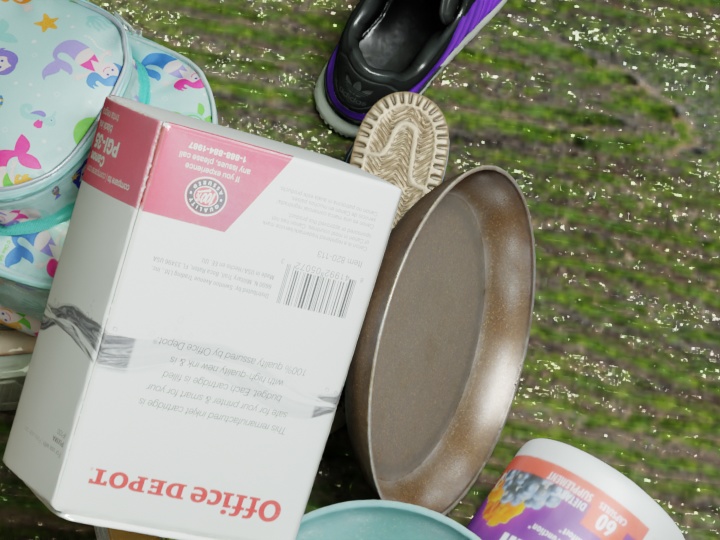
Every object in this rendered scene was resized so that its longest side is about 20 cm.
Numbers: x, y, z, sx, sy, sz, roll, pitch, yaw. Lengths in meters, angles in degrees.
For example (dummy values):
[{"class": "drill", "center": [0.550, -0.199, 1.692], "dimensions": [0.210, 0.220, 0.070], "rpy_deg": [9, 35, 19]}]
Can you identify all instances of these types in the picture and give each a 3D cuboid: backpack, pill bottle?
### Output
[{"class": "backpack", "center": [-0.171, -0.061, 1.257], "dimensions": [0.199, 0.151, 0.178], "rpy_deg": [26, 65, 16]}, {"class": "pill bottle", "center": [0.081, 0.201, 1.243], "dimensions": [0.111, 0.112, 0.201], "rpy_deg": [35, 73, 5]}]

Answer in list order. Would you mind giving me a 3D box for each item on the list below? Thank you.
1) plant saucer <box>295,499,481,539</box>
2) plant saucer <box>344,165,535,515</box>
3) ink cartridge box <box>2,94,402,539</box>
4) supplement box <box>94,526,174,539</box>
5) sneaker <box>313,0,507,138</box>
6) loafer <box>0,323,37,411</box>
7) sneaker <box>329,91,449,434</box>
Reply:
[{"class": "plant saucer", "center": [0.003, 0.220, 1.175], "dimensions": [0.198, 0.036, 0.202], "rpy_deg": [-8, 66, 18]}, {"class": "plant saucer", "center": [0.041, 0.039, 1.258], "dimensions": [0.032, 0.200, 0.202], "rpy_deg": [12, 70, 27]}, {"class": "ink cartridge box", "center": [-0.083, 0.029, 1.169], "dimensions": [0.146, 0.083, 0.202], "rpy_deg": [14, 96, -32]}, {"class": "supplement box", "center": [-0.102, 0.177, 1.256], "dimensions": [0.066, 0.069, 0.202], "rpy_deg": [-11, 76, -15]}, {"class": "sneaker", "center": [0.049, -0.171, 1.356], "dimensions": [0.069, 0.100, 0.201], "rpy_deg": [33, 74, 3]}, {"class": "loafer", "center": [-0.147, 0.035, 1.296], "dimensions": [0.198, 0.072, 0.063], "rpy_deg": [-7, 67, -5]}, {"class": "sneaker", "center": [0.000, 0.000, 1.311], "dimensions": [0.070, 0.109, 0.202], "rpy_deg": [21, 88, -1]}]
